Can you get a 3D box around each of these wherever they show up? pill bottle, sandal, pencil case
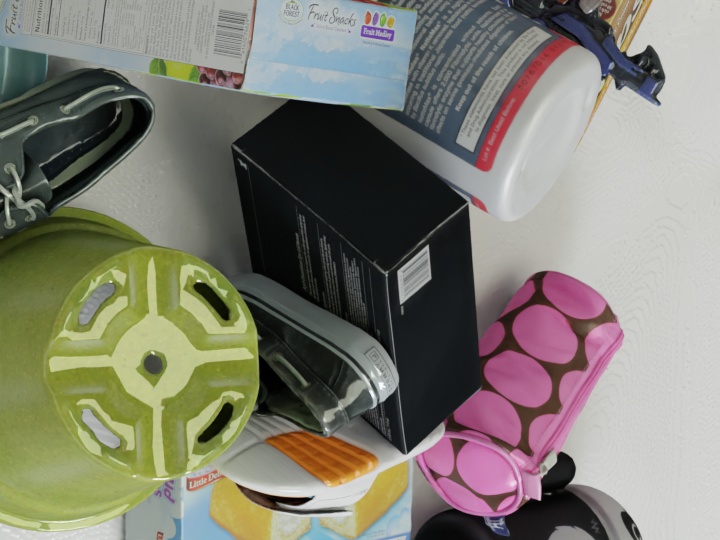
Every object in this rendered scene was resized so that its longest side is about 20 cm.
[{"bbox_3d":[0.040,-0.129,1.731,0.120,0.199,0.120,-52,162,-24],"label":"pill bottle"},{"bbox_3d":[-0.021,0.127,1.762,0.206,0.079,0.060,-9,131,-49],"label":"sandal"},{"bbox_3d":[0.117,0.085,1.908,0.200,0.093,0.091,-56,137,-42],"label":"pencil case"}]

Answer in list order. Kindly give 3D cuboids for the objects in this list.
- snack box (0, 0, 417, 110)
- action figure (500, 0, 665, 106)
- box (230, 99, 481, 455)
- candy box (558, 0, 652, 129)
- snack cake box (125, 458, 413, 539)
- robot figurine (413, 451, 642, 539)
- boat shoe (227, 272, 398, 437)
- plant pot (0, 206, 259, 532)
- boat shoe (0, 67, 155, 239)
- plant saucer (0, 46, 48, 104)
[{"bbox_3d":[-0.095,-0.144,1.616,0.168,0.199,0.068,2,98,-57],"label":"snack box"},{"bbox_3d":[0.140,-0.185,1.805,0.194,0.200,0.105,-48,168,0],"label":"action figure"},{"bbox_3d":[0.000,0.000,1.717,0.079,0.141,0.201,-41,151,-22],"label":"box"},{"bbox_3d":[0.169,-0.194,1.913,0.201,0.055,0.115,-61,167,-10],"label":"candy box"},{"bbox_3d":[-0.059,0.137,1.826,0.199,0.067,0.116,-8,107,-39],"label":"snack cake box"},{"bbox_3d":[0.114,0.221,1.954,0.199,0.125,0.151,-9,144,-38],"label":"robot figurine"},{"bbox_3d":[-0.059,0.054,1.719,0.071,0.200,0.072,-37,116,-23],"label":"boat shoe"},{"bbox_3d":[-0.151,0.056,1.613,0.199,0.184,0.202,2,86,-24],"label":"plant pot"},{"bbox_3d":[-0.206,-0.059,1.621,0.199,0.062,0.073,-34,120,-30],"label":"boat shoe"},{"bbox_3d":[-0.273,-0.122,1.608,0.199,0.027,0.202,-11,108,-39],"label":"plant saucer"}]
